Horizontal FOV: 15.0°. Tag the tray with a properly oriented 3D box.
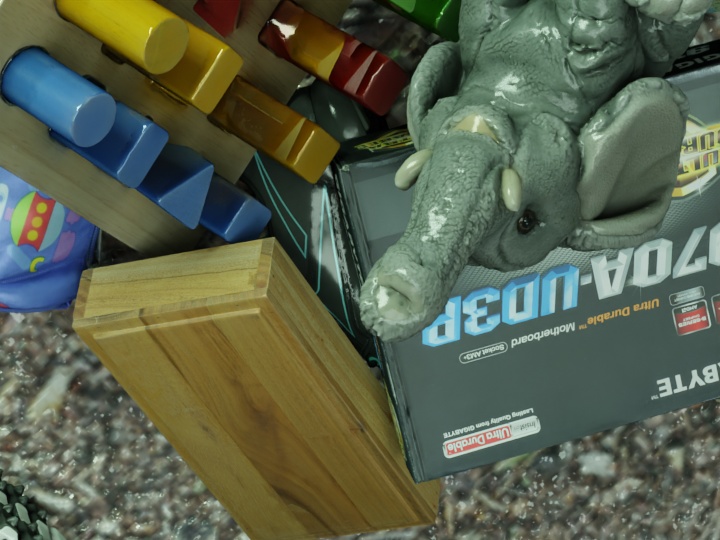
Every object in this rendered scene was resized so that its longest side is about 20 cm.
[{"bbox_3d":[-0.045,0.063,1.286,0.098,0.037,0.200,-9,143,22],"label":"tray"}]

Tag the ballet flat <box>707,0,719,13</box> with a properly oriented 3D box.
[{"bbox_3d":[0.208,-0.157,1.306,0.199,0.074,0.075,-21,115,-1],"label":"ballet flat"}]

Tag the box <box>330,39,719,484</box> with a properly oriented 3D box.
[{"bbox_3d":[0.098,-0.005,1.268,0.199,0.046,0.160,-15,107,-5],"label":"box"}]

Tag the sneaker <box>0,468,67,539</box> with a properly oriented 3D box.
[{"bbox_3d":[-0.169,0.170,1.344,0.090,0.066,0.200,-43,117,3],"label":"sneaker"}]

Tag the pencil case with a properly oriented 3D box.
[{"bbox_3d":[-0.138,-0.074,1.243,0.086,0.078,0.201,16,107,-8],"label":"pencil case"}]

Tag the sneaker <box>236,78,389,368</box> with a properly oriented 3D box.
[{"bbox_3d":[0.000,0.000,1.322,0.079,0.075,0.201,-22,109,9],"label":"sneaker"}]

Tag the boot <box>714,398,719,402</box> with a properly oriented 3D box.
[{"bbox_3d":[0.173,-0.021,1.348,0.199,0.073,0.151,22,103,-28],"label":"boot"}]

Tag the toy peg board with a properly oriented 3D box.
[{"bbox_3d":[-0.056,-0.100,1.174,0.200,0.098,0.200,-57,146,-1],"label":"toy peg board"}]

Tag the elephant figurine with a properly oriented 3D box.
[{"bbox_3d":[0.068,-0.061,1.149,0.155,0.141,0.201,15,91,-25],"label":"elephant figurine"}]
